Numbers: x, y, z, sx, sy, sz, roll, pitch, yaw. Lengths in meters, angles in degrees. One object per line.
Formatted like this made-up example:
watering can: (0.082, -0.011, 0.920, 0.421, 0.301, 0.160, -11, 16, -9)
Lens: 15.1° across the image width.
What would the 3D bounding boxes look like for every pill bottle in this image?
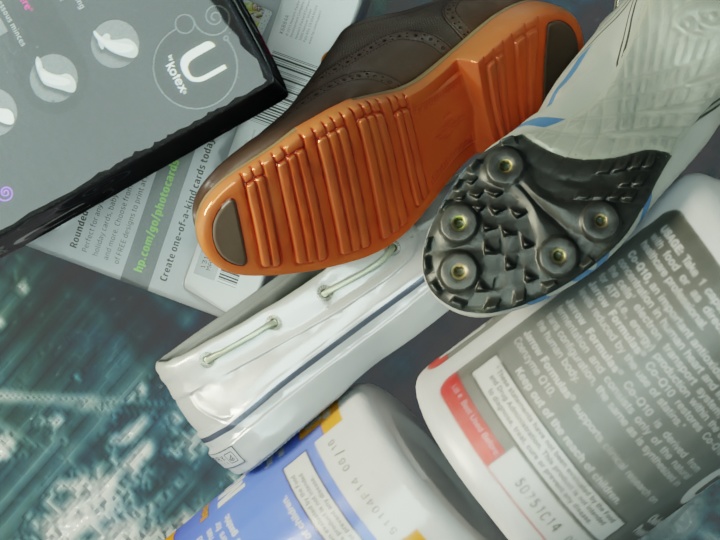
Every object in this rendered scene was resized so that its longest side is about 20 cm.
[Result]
pill bottle: (-0.040, 0.151, 1.183, 0.200, 0.112, 0.112, -39, 90, 8)
pill bottle: (0.133, 0.032, 1.152, 0.200, 0.114, 0.114, -37, 90, 9)

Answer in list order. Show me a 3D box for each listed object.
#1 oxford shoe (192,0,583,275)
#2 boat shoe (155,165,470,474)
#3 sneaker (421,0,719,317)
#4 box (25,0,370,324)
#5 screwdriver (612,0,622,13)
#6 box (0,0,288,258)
oxford shoe: (0.001, -0.061, 1.143, 0.073, 0.200, 0.071, 30, 138, 41)
boat shoe: (0.000, 0.000, 1.166, 0.200, 0.074, 0.067, -42, 100, -10)
sneaker: (0.100, -0.051, 1.140, 0.072, 0.072, 0.200, 41, 72, 9)
box: (-0.115, -0.082, 1.207, 0.200, 0.041, 0.156, 19, 97, 4)
screwdriver: (0.112, -0.129, 1.188, 0.029, 0.028, 0.200, 19, 102, 35)
box: (-0.141, -0.071, 1.121, 0.200, 0.122, 0.106, -29, 91, 2)
